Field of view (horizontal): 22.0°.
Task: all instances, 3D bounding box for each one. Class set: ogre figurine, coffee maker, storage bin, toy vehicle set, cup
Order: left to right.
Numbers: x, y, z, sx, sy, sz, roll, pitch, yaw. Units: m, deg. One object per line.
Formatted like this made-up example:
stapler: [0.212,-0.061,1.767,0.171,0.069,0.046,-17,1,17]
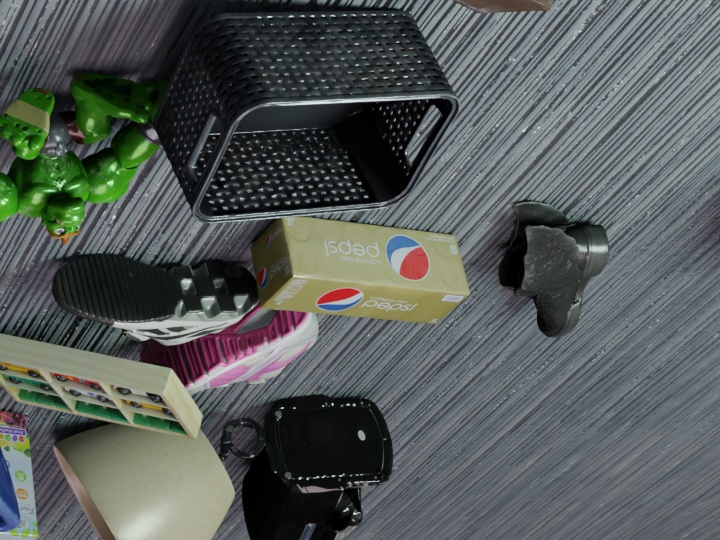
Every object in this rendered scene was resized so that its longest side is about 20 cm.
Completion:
ogre figurine: [-0.236,-0.091,1.443,0.200,0.098,0.120,-33,156,-40]
toy vehicle set: [-0.261,0.112,1.792,0.199,0.027,0.124,10,157,16]
cup: [-0.221,0.238,2.000,0.143,0.201,0.200,-31,157,-16]
coffee maker: [-0.077,0.230,2.108,0.191,0.135,0.200,19,146,-5]
storage bin: [-0.042,-0.119,1.420,0.199,0.094,0.135,-5,145,-31]

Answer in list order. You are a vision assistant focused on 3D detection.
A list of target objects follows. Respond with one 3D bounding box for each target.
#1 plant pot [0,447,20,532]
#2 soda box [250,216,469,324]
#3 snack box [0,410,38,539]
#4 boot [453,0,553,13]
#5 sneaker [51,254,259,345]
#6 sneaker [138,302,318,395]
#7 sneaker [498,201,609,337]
plant pot: [-0.441,0.149,1.716,0.199,0.180,0.200,-12,153,1]
soda box: [0.000,0.000,1.736,0.199,0.068,0.064,7,148,-33]
snack box: [-0.415,0.254,1.968,0.053,0.143,0.200,10,145,-37]
boot: [0.097,-0.247,1.308,0.200,0.065,0.186,18,154,-39]
sneaker: [-0.199,0.038,1.719,0.199,0.074,0.089,5,146,-30]
sneaker: [-0.125,0.081,1.826,0.199,0.082,0.088,-20,150,16]
sneaker: [0.178,0.002,1.829,0.104,0.060,0.200,-4,147,-18]
